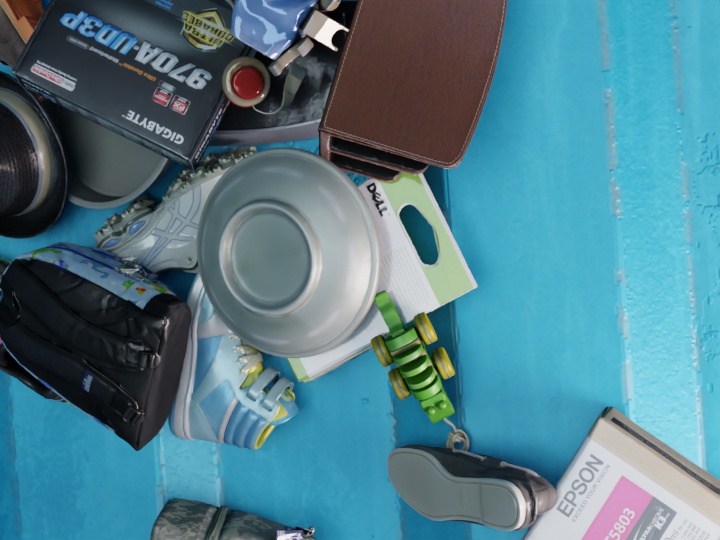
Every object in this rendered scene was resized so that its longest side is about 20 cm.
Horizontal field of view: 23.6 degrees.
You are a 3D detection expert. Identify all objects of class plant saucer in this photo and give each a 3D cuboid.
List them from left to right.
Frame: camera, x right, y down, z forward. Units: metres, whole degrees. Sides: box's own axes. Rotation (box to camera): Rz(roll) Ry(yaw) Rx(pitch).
[{"bbox_3d":[-0.079,-0.014,1.626,0.198,0.050,0.203,4,98,27],"label":"plant saucer"}]

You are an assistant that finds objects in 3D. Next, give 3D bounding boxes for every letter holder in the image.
[{"bbox_3d":[0.054,-0.189,1.620,0.141,0.101,0.202,15,76,3],"label":"letter holder"}]

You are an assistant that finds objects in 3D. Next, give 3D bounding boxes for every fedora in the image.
[{"bbox_3d":[-0.390,-0.105,1.748,0.199,0.091,0.203,20,125,30],"label":"fedora"}]

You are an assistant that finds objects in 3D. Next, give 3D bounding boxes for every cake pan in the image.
[{"bbox_3d":[-0.253,-0.163,1.750,0.198,0.037,0.203,0,89,32],"label":"cake pan"}]

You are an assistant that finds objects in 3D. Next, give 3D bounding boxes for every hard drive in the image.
[{"bbox_3d":[-0.089,-0.196,1.720,0.198,0.042,0.137,-5,91,17],"label":"hard drive"}]

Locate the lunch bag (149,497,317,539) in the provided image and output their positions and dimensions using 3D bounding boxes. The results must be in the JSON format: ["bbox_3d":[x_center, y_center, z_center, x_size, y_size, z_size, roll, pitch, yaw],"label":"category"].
[{"bbox_3d":[-0.136,0.338,1.720,0.166,0.139,0.202,11,97,-1],"label":"lunch bag"}]

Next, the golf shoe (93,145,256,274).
[{"bbox_3d":[-0.170,-0.051,1.748,0.199,0.078,0.098,-30,101,21],"label":"golf shoe"}]

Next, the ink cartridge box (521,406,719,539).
[{"bbox_3d":[0.247,0.259,1.630,0.164,0.075,0.201,32,102,11],"label":"ink cartridge box"}]

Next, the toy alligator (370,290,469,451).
[{"bbox_3d":[0.063,0.109,1.642,0.059,0.054,0.201,-25,114,5],"label":"toy alligator"}]

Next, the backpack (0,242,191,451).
[{"bbox_3d":[-0.266,0.055,1.700,0.198,0.154,0.165,19,117,10],"label":"backpack"}]

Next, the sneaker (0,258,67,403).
[{"bbox_3d":[-0.358,0.057,1.791,0.200,0.084,0.077,43,102,10],"label":"sneaker"}]

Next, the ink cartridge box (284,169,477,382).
[{"bbox_3d":[0.000,0.000,1.690,0.198,0.076,0.149,-27,85,7],"label":"ink cartridge box"}]

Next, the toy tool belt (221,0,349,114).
[{"bbox_3d":[-0.071,-0.240,1.569,0.124,0.123,0.202,27,95,-8],"label":"toy tool belt"}]

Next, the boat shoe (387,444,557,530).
[{"bbox_3d":[0.106,0.208,1.656,0.199,0.057,0.068,10,104,51],"label":"boat shoe"}]

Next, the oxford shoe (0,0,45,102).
[{"bbox_3d":[-0.362,-0.254,1.766,0.073,0.071,0.200,-54,54,24],"label":"oxford shoe"}]

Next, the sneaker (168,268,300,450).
[{"bbox_3d":[-0.113,0.086,1.726,0.129,0.079,0.202,15,106,17],"label":"sneaker"}]

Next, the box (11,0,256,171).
[{"bbox_3d":[-0.212,-0.212,1.668,0.198,0.046,0.160,26,80,6],"label":"box"}]
